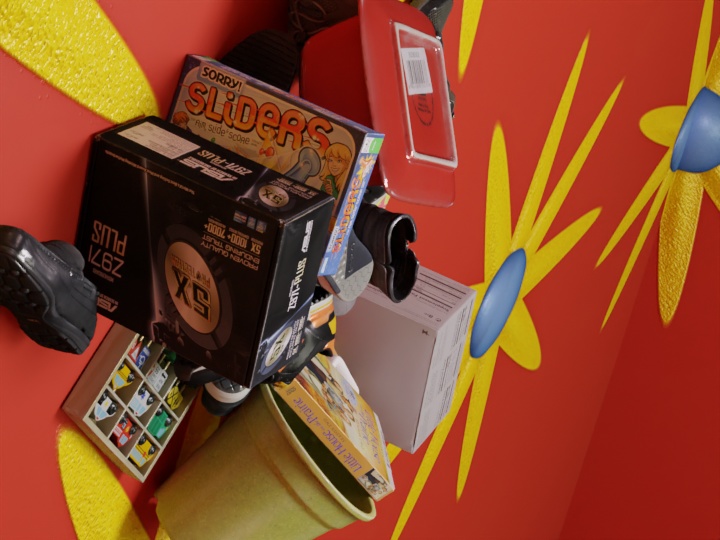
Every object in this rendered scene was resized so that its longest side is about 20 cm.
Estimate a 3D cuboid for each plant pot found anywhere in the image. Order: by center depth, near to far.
[{"bbox_3d":[-0.115,0.239,1.811,0.184,0.201,0.200,-37,161,7],"label":"plant pot"}]

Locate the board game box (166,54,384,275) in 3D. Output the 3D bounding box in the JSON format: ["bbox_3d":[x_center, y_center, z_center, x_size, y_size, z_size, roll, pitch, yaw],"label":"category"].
[{"bbox_3d":[-0.088,-0.096,1.491,0.034,0.200,0.136,-5,117,-61],"label":"board game box"}]

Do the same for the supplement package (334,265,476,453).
[{"bbox_3d":[0.039,0.099,2.103,0.111,0.156,0.200,-42,150,-49],"label":"supplement package"}]

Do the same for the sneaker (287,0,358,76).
[{"bbox_3d":[-0.038,-0.233,1.646,0.082,0.075,0.200,-60,160,-19],"label":"sneaker"}]

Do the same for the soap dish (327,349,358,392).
[{"bbox_3d":[-0.087,0.185,1.993,0.200,0.081,0.157,-60,160,-16],"label":"soap dish"}]

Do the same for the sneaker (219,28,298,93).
[{"bbox_3d":[-0.113,-0.136,1.588,0.200,0.074,0.088,-62,167,9],"label":"sneaker"}]

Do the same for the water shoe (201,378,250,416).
[{"bbox_3d":[-0.123,0.064,1.785,0.200,0.071,0.079,-63,-178,-37],"label":"water shoe"}]

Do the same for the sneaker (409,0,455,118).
[{"bbox_3d":[0.077,-0.229,1.893,0.200,0.114,0.076,-59,161,-22],"label":"sneaker"}]

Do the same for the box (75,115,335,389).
[{"bbox_3d":[-0.141,-0.019,1.447,0.086,0.200,0.164,-32,142,-55],"label":"box"}]

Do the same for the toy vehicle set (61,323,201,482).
[{"bbox_3d":[-0.222,0.123,1.659,0.124,0.026,0.200,-60,160,-17],"label":"toy vehicle set"}]

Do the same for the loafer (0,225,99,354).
[{"bbox_3d":[-0.260,0.004,1.360,0.201,0.068,0.071,70,33,-66],"label":"loafer"}]

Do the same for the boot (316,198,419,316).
[{"bbox_3d":[0.000,0.000,1.720,0.070,0.132,0.200,-36,144,-26],"label":"boot"}]

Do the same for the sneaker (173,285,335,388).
[{"bbox_3d":[-0.097,0.088,1.684,0.200,0.070,0.090,-29,118,-38],"label":"sneaker"}]

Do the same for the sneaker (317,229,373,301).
[{"bbox_3d":[-0.076,-0.056,1.606,0.077,0.146,0.202,-51,154,-17],"label":"sneaker"}]

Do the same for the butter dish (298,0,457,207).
[{"bbox_3d":[-0.003,-0.153,1.596,0.200,0.148,0.200,1,81,-67],"label":"butter dish"}]

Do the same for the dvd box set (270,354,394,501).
[{"bbox_3d":[-0.036,0.147,1.855,0.029,0.200,0.146,-33,-152,12],"label":"dvd box set"}]

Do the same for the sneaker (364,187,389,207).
[{"bbox_3d":[-0.004,-0.082,1.930,0.200,0.078,0.090,-60,171,-4],"label":"sneaker"}]
